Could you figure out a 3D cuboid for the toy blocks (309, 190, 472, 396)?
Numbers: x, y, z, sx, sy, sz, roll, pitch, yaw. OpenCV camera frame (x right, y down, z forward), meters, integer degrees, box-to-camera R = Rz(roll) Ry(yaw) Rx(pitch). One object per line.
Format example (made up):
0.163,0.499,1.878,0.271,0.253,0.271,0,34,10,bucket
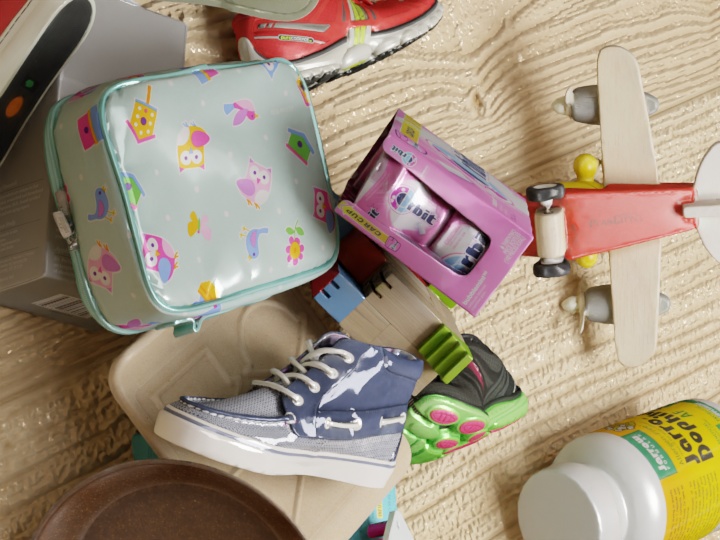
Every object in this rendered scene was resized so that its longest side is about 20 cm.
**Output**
0.000,0.000,1.396,0.137,0.100,0.200,44,9,-17,toy blocks

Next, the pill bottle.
0.219,0.175,1.592,0.199,0.112,0.114,-13,90,-44,pill bottle

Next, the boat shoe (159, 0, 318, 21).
-0.124,-0.230,1.390,0.198,0.066,0.075,10,114,-16,boat shoe

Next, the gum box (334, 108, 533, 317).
0.050,-0.042,1.338,0.113,0.200,0.066,36,99,-3,gum box

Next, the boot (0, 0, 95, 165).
-0.275,-0.126,1.234,0.201,0.144,0.072,-54,162,-4,boot

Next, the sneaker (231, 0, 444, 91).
-0.015,-0.190,1.484,0.199,0.077,0.085,-27,94,-44,sneaker

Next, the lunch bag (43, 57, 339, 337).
-0.104,-0.045,1.250,0.199,0.077,0.162,-16,95,-49,lunch bag

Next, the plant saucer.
-0.113,0.206,1.243,0.201,0.199,0.037,65,14,-11,plant saucer

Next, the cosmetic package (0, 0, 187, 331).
-0.179,-0.074,1.294,0.106,0.090,0.201,18,66,-41,cosmetic package

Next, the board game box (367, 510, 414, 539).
0.037,0.298,1.348,0.200,0.026,0.201,-71,141,-59,board game box

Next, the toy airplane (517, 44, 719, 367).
0.209,-0.052,1.616,0.199,0.141,0.200,37,90,-17,toy airplane

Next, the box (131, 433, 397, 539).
-0.062,0.153,1.375,0.199,0.049,0.083,5,77,-43,box

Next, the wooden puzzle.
-0.068,0.102,1.321,0.201,0.046,0.185,58,42,-10,wooden puzzle

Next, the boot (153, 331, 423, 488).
-0.043,0.078,1.249,0.199,0.072,0.091,15,95,-51,boot

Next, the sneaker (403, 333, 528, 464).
0.062,0.090,1.474,0.084,0.076,0.200,63,16,7,sneaker
